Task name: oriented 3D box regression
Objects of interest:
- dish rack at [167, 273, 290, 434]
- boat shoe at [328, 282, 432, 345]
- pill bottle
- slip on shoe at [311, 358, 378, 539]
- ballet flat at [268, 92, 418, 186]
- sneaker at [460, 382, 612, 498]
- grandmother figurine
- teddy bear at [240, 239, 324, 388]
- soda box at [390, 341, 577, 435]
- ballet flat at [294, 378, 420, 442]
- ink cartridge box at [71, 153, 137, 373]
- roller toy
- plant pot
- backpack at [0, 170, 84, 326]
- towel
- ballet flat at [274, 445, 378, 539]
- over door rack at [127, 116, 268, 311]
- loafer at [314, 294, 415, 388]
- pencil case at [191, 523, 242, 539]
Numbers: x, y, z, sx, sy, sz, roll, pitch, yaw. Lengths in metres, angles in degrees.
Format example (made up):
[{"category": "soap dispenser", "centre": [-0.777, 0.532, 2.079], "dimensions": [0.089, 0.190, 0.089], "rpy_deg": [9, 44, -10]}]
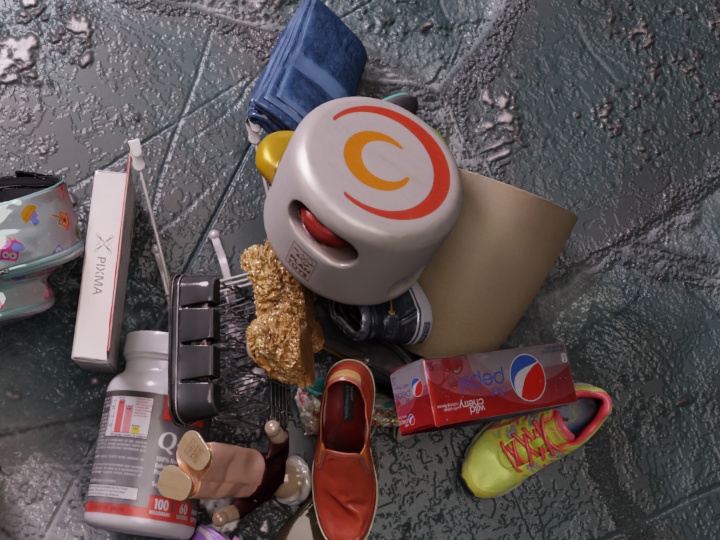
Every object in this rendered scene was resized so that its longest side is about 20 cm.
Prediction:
[{"category": "dish rack", "centre": [-0.129, 0.096, 1.293], "dimensions": [0.054, 0.200, 0.156], "rpy_deg": [-7, 72, 21]}, {"category": "boat shoe", "centre": [0.000, 0.000, 1.331], "dimensions": [0.090, 0.071, 0.201], "rpy_deg": [4, 36, -31]}, {"category": "pill bottle", "centre": [-0.215, 0.171, 1.287], "dimensions": [0.114, 0.116, 0.203], "rpy_deg": [9, 76, -8]}, {"category": "slip on shoe", "centre": [-0.018, 0.195, 1.290], "dimensions": [0.073, 0.061, 0.203], "rpy_deg": [4, 96, 10]}, {"category": "ballet flat", "centre": [-0.010, -0.130, 1.405], "dimensions": [0.198, 0.073, 0.074], "rpy_deg": [-28, 85, -9]}, {"category": "sneaker", "centre": [0.198, 0.183, 1.376], "dimensions": [0.199, 0.090, 0.079], "rpy_deg": [-34, 88, -13]}, {"category": "grandmother figurine", "centre": [-0.114, 0.207, 1.275], "dimensions": [0.122, 0.199, 0.061], "rpy_deg": [-51, 56, 10]}, {"category": "teddy bear", "centre": [-0.082, 0.029, 1.286], "dimensions": [0.066, 0.145, 0.203], "rpy_deg": [-8, 67, 14]}, {"category": "soda box", "centre": [0.129, 0.122, 1.284], "dimensions": [0.198, 0.063, 0.071], "rpy_deg": [-4, 78, -35]}, {"category": "ballet flat", "centre": [0.024, 0.156, 1.370], "dimensions": [0.197, 0.076, 0.065], "rpy_deg": [4, 110, -5]}, {"category": "ink cartridge box", "centre": [-0.265, -0.005, 1.281], "dimensions": [0.044, 0.176, 0.203], "rpy_deg": [6, 78, -7]}, {"category": "roller toy", "centre": [-0.003, -0.066, 1.242], "dimensions": [0.197, 0.140, 0.184], "rpy_deg": [6, 55, -20]}, {"category": "plant pot", "centre": [0.118, 0.004, 1.364], "dimensions": [0.185, 0.187, 0.202], "rpy_deg": [20, 91, -6]}, {"category": "backpack", "centre": [-0.381, -0.020, 1.266], "dimensions": [0.198, 0.176, 0.155], "rpy_deg": [-24, 100, -11]}, {"category": "towel", "centre": [-0.053, -0.211, 1.372], "dimensions": [0.111, 0.048, 0.201], "rpy_deg": [39, 43, -21]}, {"category": "ballet flat", "centre": [-0.041, 0.274, 1.337], "dimensions": [0.067, 0.046, 0.201], "rpy_deg": [35, 75, -2]}, {"category": "over door rack", "centre": [-0.163, -0.061, 1.359], "dimensions": [0.146, 0.067, 0.203], "rpy_deg": [-14, 103, -12]}, {"category": "loafer", "centre": [0.007, 0.099, 1.345], "dimensions": [0.072, 0.073, 0.199], "rpy_deg": [-46, 59, -8]}, {"category": "pencil case", "centre": [-0.185, 0.362, 1.275], "dimensions": [0.083, 0.085, 0.201], "rpy_deg": [32, 75, -5]}]
